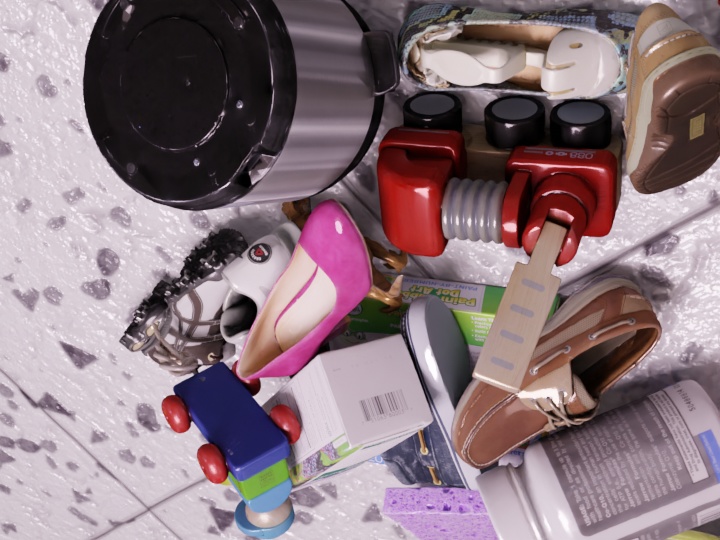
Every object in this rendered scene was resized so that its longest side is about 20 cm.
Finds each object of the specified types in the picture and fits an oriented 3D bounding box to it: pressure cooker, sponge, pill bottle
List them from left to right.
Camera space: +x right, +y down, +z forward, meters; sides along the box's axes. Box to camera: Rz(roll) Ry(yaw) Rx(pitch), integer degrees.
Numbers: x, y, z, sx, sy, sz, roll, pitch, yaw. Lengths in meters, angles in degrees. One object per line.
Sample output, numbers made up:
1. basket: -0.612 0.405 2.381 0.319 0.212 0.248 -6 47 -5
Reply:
1. pressure cooker: -0.081 -0.132 0.872 0.176 0.200 0.179 38 112 20
2. sponge: 0.133 0.231 1.119 0.199 0.030 0.112 -3 152 24
3. pill bottle: 0.203 0.177 0.982 0.199 0.114 0.114 -22 117 3

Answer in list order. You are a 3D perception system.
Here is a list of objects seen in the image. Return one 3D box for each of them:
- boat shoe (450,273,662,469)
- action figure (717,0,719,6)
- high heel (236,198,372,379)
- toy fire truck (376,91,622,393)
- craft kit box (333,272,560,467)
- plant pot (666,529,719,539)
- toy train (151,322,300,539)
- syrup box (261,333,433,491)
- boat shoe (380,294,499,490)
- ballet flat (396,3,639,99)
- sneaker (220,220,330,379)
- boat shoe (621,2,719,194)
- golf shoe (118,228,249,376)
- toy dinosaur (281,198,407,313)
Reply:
1. boat shoe: 0.155 0.088 0.951 0.200 0.072 0.076 -45 127 7
2. action figure: 0.289 -0.089 0.816 0.065 0.099 0.200 -8 124 26
3. high heel: -0.051 0.020 0.909 0.067 0.096 0.200 54 158 16
4. toy fire truck: 0.091 -0.026 0.869 0.175 0.200 0.129 6 126 17
5. craft kit box: 0.076 0.099 1.070 0.199 0.049 0.198 8 129 16
6. plant pot: 0.263 0.354 1.054 0.200 0.185 0.201 8 142 6
7. toy train: -0.122 0.136 1.036 0.200 0.084 0.116 42 151 45
8. syrup box: -0.023 0.127 1.012 0.200 0.079 0.082 -46 61 59
9. boat shoe: 0.049 0.111 1.016 0.091 0.071 0.201 -6 122 23
10. ballet flat: 0.120 -0.149 0.855 0.199 0.074 0.074 5 126 18
11. sneaker: -0.080 0.046 1.038 0.074 0.088 0.200 48 159 38
12. boat shoe: 0.209 -0.117 0.812 0.071 0.076 0.200 -22 160 0
13. golf shoe: -0.137 0.034 1.090 0.094 0.078 0.200 38 140 -12
14. toy dinosaur: 0.000 0.000 0.962 0.106 0.200 0.061 19 101 -42
